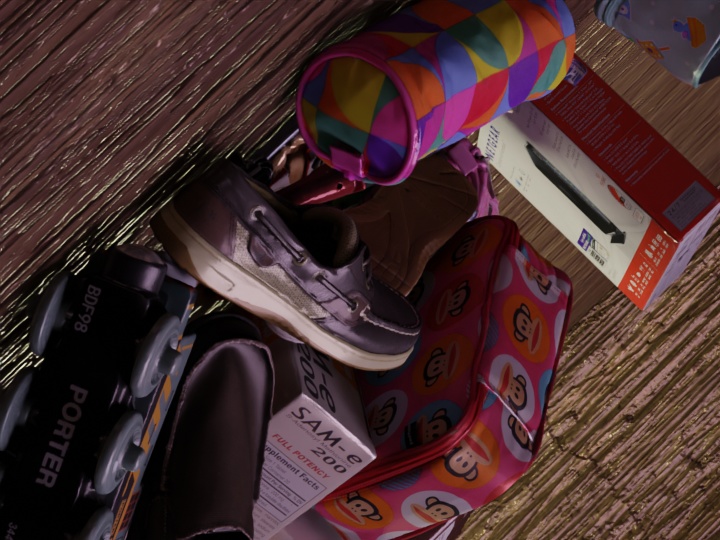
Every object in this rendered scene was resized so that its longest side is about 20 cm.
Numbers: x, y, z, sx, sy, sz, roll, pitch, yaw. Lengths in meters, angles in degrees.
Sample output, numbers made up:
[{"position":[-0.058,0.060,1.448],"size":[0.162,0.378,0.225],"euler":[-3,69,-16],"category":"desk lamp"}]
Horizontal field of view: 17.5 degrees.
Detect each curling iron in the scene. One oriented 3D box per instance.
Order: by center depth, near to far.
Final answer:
[{"position":[-0.010,-0.057,1.310],"size":[0.200,0.026,0.050],"euler":[-17,142,-38],"category":"curling iron"}]

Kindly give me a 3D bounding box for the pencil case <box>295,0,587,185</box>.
[{"position":[0.046,-0.108,1.304],"size":[0.200,0.088,0.088],"euler":[-28,161,-52],"category":"pencil case"}]

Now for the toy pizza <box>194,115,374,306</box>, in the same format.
[{"position":[-0.036,-0.043,1.385],"size":[0.200,0.032,0.200],"euler":[-44,170,-9],"category":"toy pizza"}]

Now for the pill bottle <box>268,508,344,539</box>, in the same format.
[{"position":[-0.089,0.227,1.467],"size":[0.200,0.116,0.116],"euler":[-52,169,17],"category":"pill bottle"}]

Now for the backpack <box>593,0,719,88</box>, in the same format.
[{"position":[0.222,-0.205,1.424],"size":[0.176,0.153,0.200],"euler":[-52,178,23],"category":"backpack"}]

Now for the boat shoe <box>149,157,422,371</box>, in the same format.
[{"position":[-0.024,-0.002,1.255],"size":[0.065,0.073,0.200],"euler":[-47,141,16],"category":"boat shoe"}]

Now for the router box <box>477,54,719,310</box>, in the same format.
[{"position":[0.167,-0.071,1.679],"size":[0.049,0.179,0.200],"euler":[-43,170,-10],"category":"router box"}]

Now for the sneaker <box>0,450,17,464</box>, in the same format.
[{"position":[-0.194,0.120,1.315],"size":[0.200,0.078,0.070],"euler":[-19,154,-16],"category":"sneaker"}]

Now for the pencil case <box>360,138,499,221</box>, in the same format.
[{"position":[0.052,-0.042,1.614],"size":[0.200,0.086,0.083],"euler":[56,49,-80],"category":"pencil case"}]

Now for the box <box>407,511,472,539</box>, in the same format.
[{"position":[-0.043,0.166,1.720],"size":[0.166,0.200,0.164],"euler":[-42,170,-14],"category":"box"}]

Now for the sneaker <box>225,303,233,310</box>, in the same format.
[{"position":[-0.020,0.016,1.573],"size":[0.089,0.074,0.200],"euler":[-49,170,33],"category":"sneaker"}]

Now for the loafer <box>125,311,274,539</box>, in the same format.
[{"position":[-0.080,0.123,1.271],"size":[0.073,0.071,0.200],"euler":[6,98,-37],"category":"loafer"}]

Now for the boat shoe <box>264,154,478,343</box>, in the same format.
[{"position":[0.000,0.000,1.410],"size":[0.200,0.071,0.069],"euler":[-36,167,-48],"category":"boat shoe"}]

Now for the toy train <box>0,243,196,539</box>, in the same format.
[{"position":[-0.140,0.079,1.210],"size":[0.114,0.085,0.200],"euler":[-19,129,-79],"category":"toy train"}]

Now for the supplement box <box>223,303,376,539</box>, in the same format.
[{"position":[-0.094,0.111,1.407],"size":[0.200,0.074,0.126],"euler":[-39,-147,15],"category":"supplement box"}]

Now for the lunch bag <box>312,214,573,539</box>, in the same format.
[{"position":[0.035,0.072,1.447],"size":[0.176,0.082,0.200],"euler":[-25,-147,36],"category":"lunch bag"}]
